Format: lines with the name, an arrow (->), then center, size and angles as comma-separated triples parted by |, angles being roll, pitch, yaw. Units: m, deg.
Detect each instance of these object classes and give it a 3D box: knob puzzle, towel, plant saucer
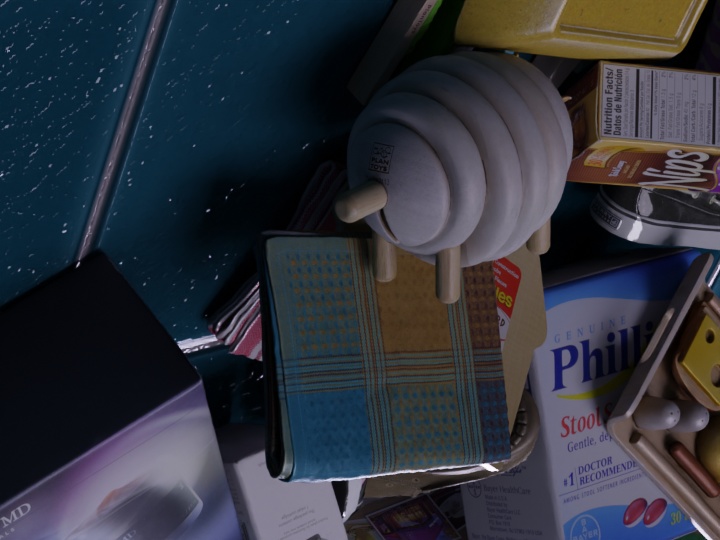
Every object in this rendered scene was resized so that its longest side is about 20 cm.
knob puzzle -> 0.047, 0.000, 1.493 | 0.219, 0.222, 0.030 | -7, 178, -44
towel -> 0.000, 0.000, 1.547 | 0.199, 0.030, 0.147 | 12, 119, -55
plant saucer -> 0.169, -0.208, 1.415 | 0.199, 0.048, 0.201 | -1, 122, -49
towel -> 0.015, 0.050, 1.420 | 0.022, 0.148, 0.199 | -8, 174, 44

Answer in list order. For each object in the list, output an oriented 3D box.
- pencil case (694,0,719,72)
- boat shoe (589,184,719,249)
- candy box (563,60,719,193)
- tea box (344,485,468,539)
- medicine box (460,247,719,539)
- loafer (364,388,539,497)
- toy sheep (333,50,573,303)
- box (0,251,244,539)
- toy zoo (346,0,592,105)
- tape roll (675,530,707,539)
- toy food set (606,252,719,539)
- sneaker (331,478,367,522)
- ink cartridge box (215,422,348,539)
pencil case -> 0.281, -0.170, 1.583 | 0.084, 0.085, 0.201 | -45, 160, -38
boat shoe -> 0.246, -0.058, 1.701 | 0.199, 0.071, 0.064 | -5, 128, -52
candy box -> 0.231, -0.088, 1.531 | 0.198, 0.057, 0.117 | 5, 169, -10
tea box -> 0.004, 0.244, 1.757 | 0.199, 0.134, 0.198 | -16, 143, -36
medicine box -> 0.162, 0.098, 1.681 | 0.181, 0.103, 0.202 | -14, 98, -39
loafer -> 0.041, 0.116, 1.625 | 0.199, 0.077, 0.067 | -9, 159, 31
toy sheep -> 0.056, -0.061, 1.385 | 0.200, 0.138, 0.138 | -30, 152, -48
box -> -0.191, 0.131, 1.405 | 0.199, 0.123, 0.199 | -32, 147, -15
toy zoo -> 0.093, -0.153, 1.456 | 0.199, 0.020, 0.132 | 0, 131, -48
tape roll -> 0.245, 0.170, 1.866 | 0.199, 0.201, 0.048 | -14, 141, -38
toy food set -> 0.268, 0.103, 1.662 | 0.200, 0.060, 0.144 | 46, 62, -30
sneaker -> 0.002, 0.082, 1.542 | 0.086, 0.080, 0.201 | -26, 145, -30
ink cartridge box -> -0.057, 0.207, 1.556 | 0.066, 0.115, 0.202 | -21, 100, -31
